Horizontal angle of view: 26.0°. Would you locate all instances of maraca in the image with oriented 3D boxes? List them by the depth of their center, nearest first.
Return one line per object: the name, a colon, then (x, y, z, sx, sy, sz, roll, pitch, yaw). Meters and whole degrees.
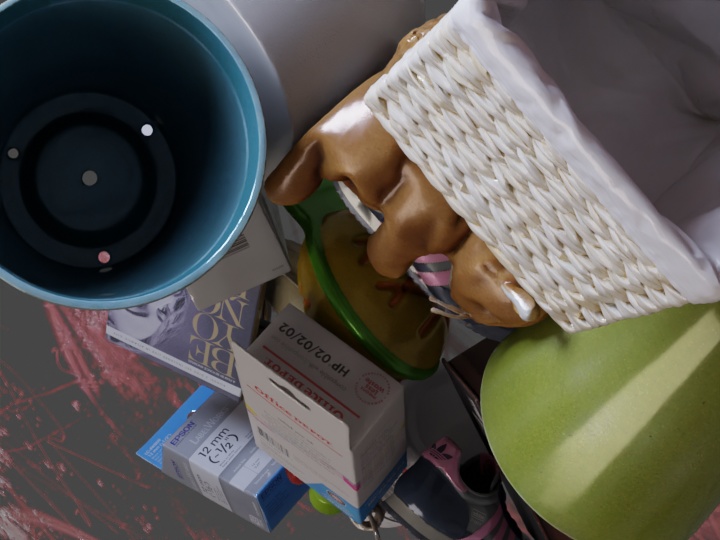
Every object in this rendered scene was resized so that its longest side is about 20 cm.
maraca: (0.000, 0.000, 1.227, 0.107, 0.137, 0.200, -37, 73, 20)

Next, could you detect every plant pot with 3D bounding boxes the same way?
plant pot: (0.204, 0.056, 1.014, 0.187, 0.187, 0.200, 41, 137, 7)
plant pot: (-0.174, -0.069, 1.018, 0.200, 0.200, 0.188, 47, 168, -5)

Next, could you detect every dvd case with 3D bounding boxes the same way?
dvd case: (-0.158, 0.016, 1.413, 0.148, 0.016, 0.201, 24, 130, 13)

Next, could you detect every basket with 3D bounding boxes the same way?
basket: (0.145, -0.100, 0.837, 0.200, 0.198, 0.161, 47, 156, -5)

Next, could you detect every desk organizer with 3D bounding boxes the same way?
desk organizer: (0.147, 0.141, 1.258, 0.200, 0.077, 0.072, 62, 174, -30)

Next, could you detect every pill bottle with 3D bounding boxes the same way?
pill bottle: (0.051, 0.163, 1.397, 0.116, 0.116, 0.200, 44, 153, 1)

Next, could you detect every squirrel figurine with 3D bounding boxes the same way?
squirrel figurine: (0.077, -0.058, 0.999, 0.187, 0.141, 0.200, 49, 129, 6)

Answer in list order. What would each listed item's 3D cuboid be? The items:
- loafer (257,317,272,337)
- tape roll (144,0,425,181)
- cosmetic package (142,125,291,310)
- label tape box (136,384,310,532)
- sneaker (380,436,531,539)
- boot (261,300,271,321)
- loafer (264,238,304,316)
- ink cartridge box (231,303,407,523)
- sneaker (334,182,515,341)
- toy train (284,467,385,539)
loafer: (-0.089, 0.086, 1.467, 0.199, 0.063, 0.072, 22, 160, -5)
tape roll: (-0.073, -0.181, 1.069, 0.202, 0.139, 0.203, 35, 150, 24)
cosmetic package: (-0.117, -0.069, 1.235, 0.200, 0.085, 0.108, -109, -6, -63)
label tape box: (-0.125, 0.162, 1.600, 0.199, 0.143, 0.066, 24, 146, 34)
sneaker: (0.101, 0.194, 1.268, 0.070, 0.082, 0.200, 36, -177, 38)
boot: (-0.139, 0.001, 1.479, 0.073, 0.075, 0.200, 24, 147, 31)
loafer: (-0.039, 0.042, 1.405, 0.200, 0.068, 0.076, 35, 150, 17)
ink cartridge box: (-0.028, 0.104, 1.191, 0.115, 0.068, 0.200, 35, 158, 19)
sneaker: (0.071, -0.030, 1.151, 0.200, 0.070, 0.082, 42, 133, -11)
toy train: (-0.023, 0.177, 1.335, 0.116, 0.084, 0.201, 95, 157, -57)
